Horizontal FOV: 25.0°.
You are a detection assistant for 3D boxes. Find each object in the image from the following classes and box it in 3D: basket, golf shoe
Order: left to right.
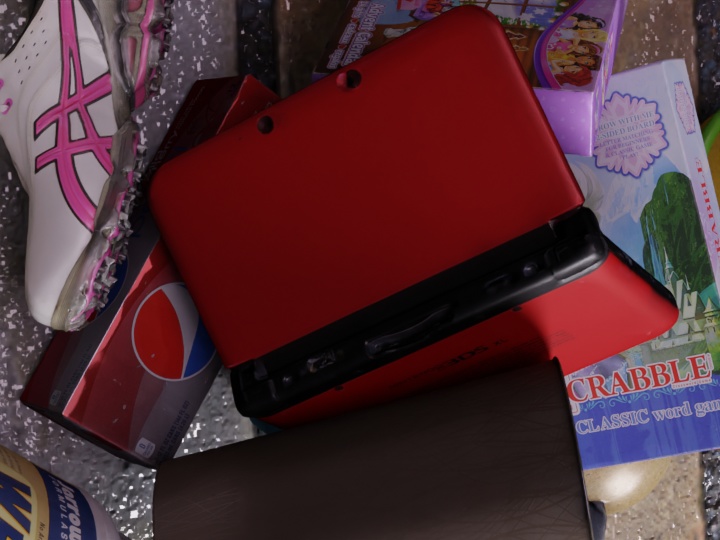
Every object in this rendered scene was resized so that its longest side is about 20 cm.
[{"bbox_3d":[-0.148,-0.067,0.799,0.092,0.073,0.201,9,69,-6],"label":"golf shoe"},{"bbox_3d":[0.009,0.134,0.789,0.199,0.136,0.181,-10,142,4],"label":"basket"}]

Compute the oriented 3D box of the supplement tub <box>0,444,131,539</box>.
[{"bbox_3d":[-0.198,0.143,0.737,0.200,0.144,0.145,37,74,-36],"label":"supplement tub"}]

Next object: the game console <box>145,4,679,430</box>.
[{"bbox_3d":[0.027,-0.008,0.796,0.172,0.200,0.119,31,40,-53],"label":"game console"}]

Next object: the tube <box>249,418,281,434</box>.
[{"bbox_3d":[0.000,0.000,0.869,0.077,0.050,0.200,23,104,-9],"label":"tube"}]

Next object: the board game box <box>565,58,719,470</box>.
[{"bbox_3d":[0.099,0.009,0.873,0.041,0.199,0.200,-14,90,-62],"label":"board game box"}]

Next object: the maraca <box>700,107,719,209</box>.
[{"bbox_3d":[0.267,-0.054,1.036,0.200,0.107,0.137,-36,116,-34],"label":"maraca"}]

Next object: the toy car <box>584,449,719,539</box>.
[{"bbox_3d":[0.156,0.098,0.952,0.158,0.164,0.200,37,85,-31],"label":"toy car"}]

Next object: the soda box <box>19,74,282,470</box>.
[{"bbox_3d":[-0.093,-0.001,0.846,0.070,0.063,0.200,35,75,-28],"label":"soda box"}]

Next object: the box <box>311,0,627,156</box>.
[{"bbox_3d":[0.066,-0.133,0.843,0.200,0.136,0.039,-69,160,-50],"label":"box"}]
